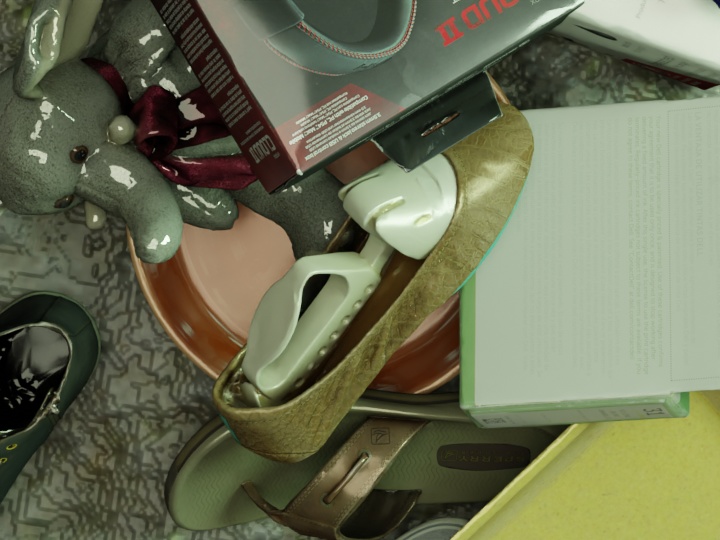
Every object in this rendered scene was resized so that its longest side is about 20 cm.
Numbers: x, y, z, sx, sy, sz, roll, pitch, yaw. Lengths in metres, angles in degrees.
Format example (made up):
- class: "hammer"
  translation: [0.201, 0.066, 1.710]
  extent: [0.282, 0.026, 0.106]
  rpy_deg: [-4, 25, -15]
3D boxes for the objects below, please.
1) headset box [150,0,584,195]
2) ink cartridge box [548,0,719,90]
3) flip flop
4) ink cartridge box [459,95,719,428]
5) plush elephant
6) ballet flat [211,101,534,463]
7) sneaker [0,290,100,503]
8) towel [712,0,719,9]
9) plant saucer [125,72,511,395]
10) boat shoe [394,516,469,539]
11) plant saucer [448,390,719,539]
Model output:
- class: "headset box"
  translation: [-0.012, -0.138, 1.236]
  extent: [0.148, 0.075, 0.200]
  rpy_deg: [-31, 91, -13]
- class: "ink cartridge box"
  translation: [0.089, -0.156, 1.360]
  extent: [0.200, 0.147, 0.083]
  rpy_deg: [20, 91, 0]
- class: "flip flop"
  translation: [0.006, 0.101, 1.402]
  extent: [0.199, 0.058, 0.081]
  rpy_deg: [-1, 135, -4]
- class: "ink cartridge box"
  translation: [0.144, -0.007, 1.338]
  extent: [0.200, 0.048, 0.146]
  rpy_deg: [-4, 72, 15]
- class: "plush elephant"
  translation: [-0.102, -0.066, 1.322]
  extent: [0.200, 0.165, 0.155]
  rpy_deg: [33, 50, 13]
- class: "ballet flat"
  translation: [0.000, 0.000, 1.330]
  extent: [0.200, 0.072, 0.068]
  rpy_deg: [-50, 54, 9]
- class: "sneaker"
  translation: [-0.204, 0.093, 1.391]
  extent: [0.075, 0.106, 0.200]
  rpy_deg: [37, 92, -1]
- class: "towel"
  translation: [0.194, -0.222, 1.280]
  extent: [0.147, 0.050, 0.200]
  rpy_deg: [-18, 78, 5]
- class: "plant saucer"
  translation: [-0.013, -0.030, 1.423]
  extent: [0.200, 0.032, 0.201]
  rpy_deg: [0, 92, 1]
- class: "boat shoe"
  translation: [-0.001, 0.207, 1.411]
  extent: [0.070, 0.072, 0.201]
  rpy_deg: [39, 90, 0]
- class: "plant saucer"
  translation: [0.148, 0.148, 1.403]
  extent: [0.200, 0.048, 0.200]
  rpy_deg: [-43, 105, 0]
